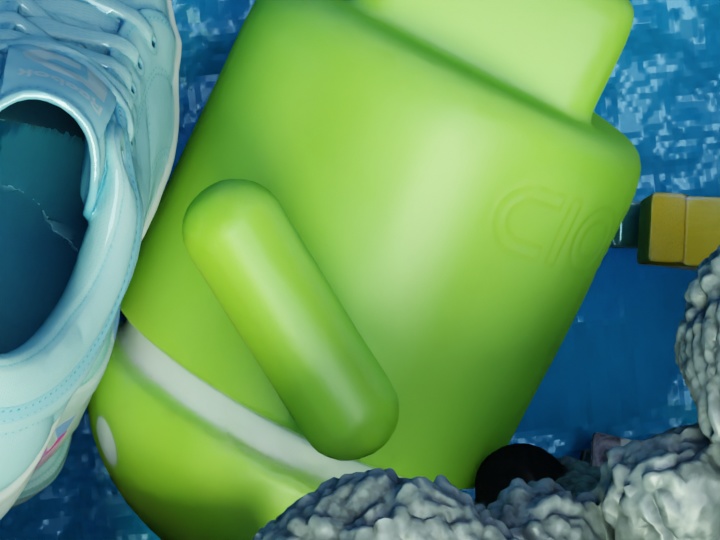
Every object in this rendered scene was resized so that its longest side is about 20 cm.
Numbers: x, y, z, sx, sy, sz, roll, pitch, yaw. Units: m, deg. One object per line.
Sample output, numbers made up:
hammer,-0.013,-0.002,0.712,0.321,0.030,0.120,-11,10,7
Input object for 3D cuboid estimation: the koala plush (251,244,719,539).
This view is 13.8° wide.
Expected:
koala plush,0.069,0.108,0.748,0.177,0.200,0.184,-30,90,-11

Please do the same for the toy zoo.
toy zoo,0.160,-0.007,0.851,0.199,0.131,0.021,3,89,14

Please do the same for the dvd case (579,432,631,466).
dvd case,0.156,0.139,0.900,0.199,0.016,0.149,15,57,-14

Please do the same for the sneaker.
sneaker,-0.074,-0.031,0.724,0.074,0.082,0.201,20,52,-16

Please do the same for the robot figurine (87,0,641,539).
robot figurine,0.000,0.000,0.808,0.115,0.176,0.201,26,100,-4

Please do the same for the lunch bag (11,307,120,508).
lunch bag,-0.162,-0.019,0.778,0.199,0.077,0.161,10,56,-15
